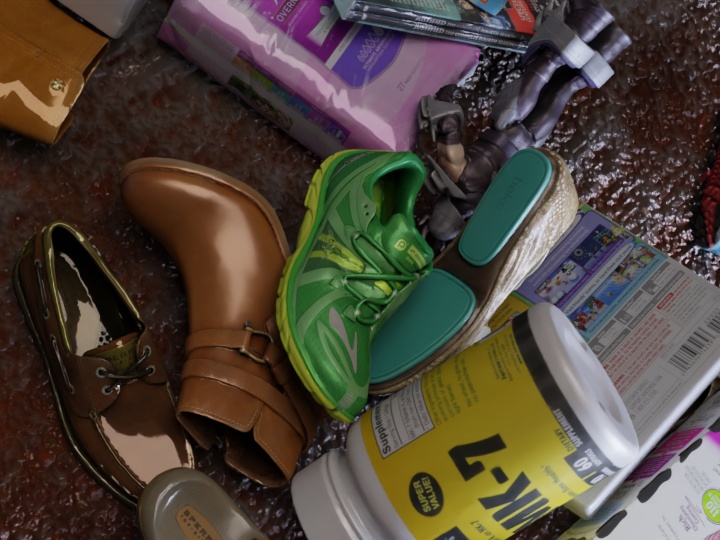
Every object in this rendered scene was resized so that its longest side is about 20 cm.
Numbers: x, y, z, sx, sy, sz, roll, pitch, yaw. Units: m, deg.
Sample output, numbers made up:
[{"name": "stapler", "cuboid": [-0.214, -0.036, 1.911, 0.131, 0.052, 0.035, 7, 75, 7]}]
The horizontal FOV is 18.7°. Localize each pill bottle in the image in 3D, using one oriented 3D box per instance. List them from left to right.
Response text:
[{"name": "pill bottle", "cuboid": [0.063, 0.118, 1.367, 0.199, 0.114, 0.115, -33, 80, 12]}]

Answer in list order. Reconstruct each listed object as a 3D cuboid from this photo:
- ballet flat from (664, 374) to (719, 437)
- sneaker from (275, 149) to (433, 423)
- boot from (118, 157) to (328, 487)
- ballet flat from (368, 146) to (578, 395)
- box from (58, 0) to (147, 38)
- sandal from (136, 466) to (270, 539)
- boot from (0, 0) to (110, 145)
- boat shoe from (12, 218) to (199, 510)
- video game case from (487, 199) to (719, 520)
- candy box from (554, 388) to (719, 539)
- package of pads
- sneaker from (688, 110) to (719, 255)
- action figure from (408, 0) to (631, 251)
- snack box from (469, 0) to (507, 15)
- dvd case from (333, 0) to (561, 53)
[{"name": "ballet flat", "cuboid": [0.191, 0.087, 1.503, 0.199, 0.046, 0.068, -21, 77, -24]}, {"name": "sneaker", "cuboid": [0.000, 0.000, 1.389, 0.074, 0.083, 0.201, 43, 44, -42]}, {"name": "boot", "cuboid": [-0.095, 0.034, 1.407, 0.200, 0.076, 0.156, 40, 52, -20]}, {"name": "ballet flat", "cuboid": [0.077, 0.011, 1.445, 0.200, 0.065, 0.071, -49, 48, 4]}, {"name": "box", "cuboid": [-0.139, -0.286, 1.467, 0.106, 0.152, 0.201, 34, 52, -3]}, {"name": "sandal", "cuboid": [-0.058, 0.202, 1.362, 0.200, 0.054, 0.080, 48, 64, -11]}, {"name": "boot", "cuboid": [-0.262, -0.118, 1.421, 0.143, 0.071, 0.202, 32, 57, 4]}, {"name": "boat shoe", "cuboid": [-0.162, 0.062, 1.386, 0.072, 0.068, 0.201, -28, 81, -27]}, {"name": "video game case", "cuboid": [0.141, 0.050, 1.479, 0.182, 0.022, 0.200, 34, 61, 23]}, {"name": "candy box", "cuboid": [0.241, 0.175, 1.464, 0.200, 0.061, 0.137, -37, 96, -27]}, {"name": "package of pads", "cuboid": [-0.028, -0.157, 1.513, 0.199, 0.076, 0.121, 36, 59, -2]}, {"name": "sneaker", "cuboid": [0.309, -0.087, 1.604, 0.095, 0.079, 0.201, 28, 72, -16]}, {"name": "action figure", "cuboid": [0.104, -0.096, 1.489, 0.200, 0.069, 0.130, -52, 135, -5]}, {"name": "snack box", "cuboid": [0.029, -0.267, 1.524, 0.199, 0.037, 0.116, 30, 38, -7]}, {"name": "dvd case", "cuboid": [0.051, -0.217, 1.536, 0.199, 0.022, 0.147, 6, 46, -35]}]
